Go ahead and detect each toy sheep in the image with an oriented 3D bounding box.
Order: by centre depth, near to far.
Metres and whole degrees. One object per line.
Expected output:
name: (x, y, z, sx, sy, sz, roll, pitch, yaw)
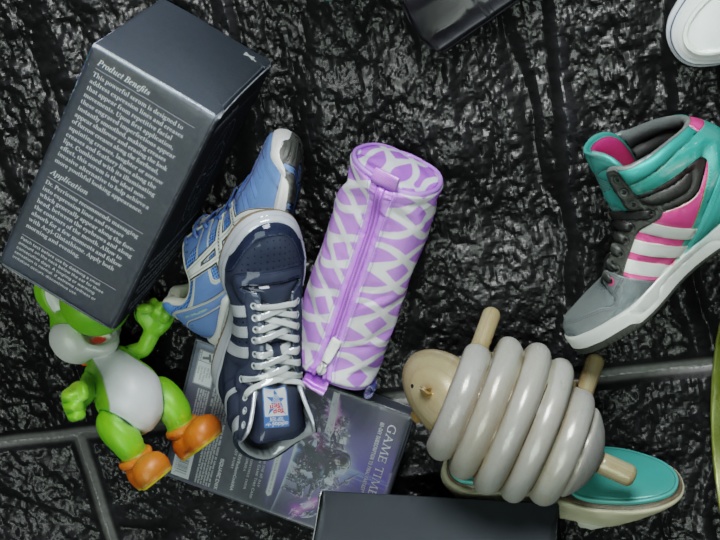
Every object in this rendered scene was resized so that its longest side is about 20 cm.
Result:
toy sheep: (0.124, 0.116, 1.154, 0.198, 0.138, 0.139, 21, 115, 7)

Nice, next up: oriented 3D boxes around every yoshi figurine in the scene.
yoshi figurine: (-0.201, 0.076, 1.236, 0.112, 0.112, 0.201, -35, 89, 15)

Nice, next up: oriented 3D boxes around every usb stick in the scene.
usb stick: (0.117, -0.230, 1.075, 0.199, 0.033, 0.056, -32, 94, 23)

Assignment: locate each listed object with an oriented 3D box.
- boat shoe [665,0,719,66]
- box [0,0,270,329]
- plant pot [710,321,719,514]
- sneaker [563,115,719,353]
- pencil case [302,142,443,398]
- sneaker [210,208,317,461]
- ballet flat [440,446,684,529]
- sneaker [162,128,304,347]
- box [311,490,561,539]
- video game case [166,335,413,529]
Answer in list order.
boat shoe: (0.300, -0.202, 1.022, 0.199, 0.067, 0.074, -31, 101, 23)
box: (-0.172, -0.084, 1.142, 0.106, 0.149, 0.201, 30, 115, 0)
plant pot: (0.372, 0.119, 1.082, 0.191, 0.201, 0.203, -1, 112, 1)
sneaker: (0.198, -0.039, 1.094, 0.121, 0.084, 0.200, 42, 107, -11)
pencil case: (0.000, 0.000, 1.169, 0.083, 0.085, 0.202, 25, 115, 17)
sneaker: (-0.069, 0.057, 1.133, 0.069, 0.109, 0.201, -4, 133, -19)
ballet flat: (0.165, 0.180, 1.220, 0.198, 0.070, 0.070, 6, 113, 14)
sneaker: (-0.101, -0.025, 1.188, 0.076, 0.076, 0.201, 23, 114, -1)
box: (0.067, 0.252, 1.226, 0.198, 0.080, 0.142, 2, 146, 11)
video game case: (-0.064, 0.149, 1.282, 0.198, 0.019, 0.144, 19, 115, 5)
